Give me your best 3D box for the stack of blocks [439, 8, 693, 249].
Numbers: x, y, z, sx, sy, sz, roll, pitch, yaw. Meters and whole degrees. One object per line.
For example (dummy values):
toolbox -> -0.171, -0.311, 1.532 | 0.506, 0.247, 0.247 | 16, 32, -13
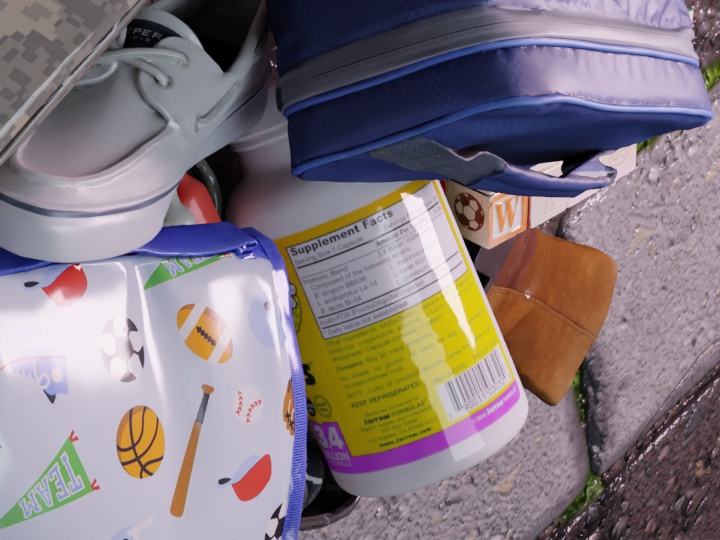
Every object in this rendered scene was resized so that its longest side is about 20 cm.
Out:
stack of blocks -> 0.093, -0.091, 0.928 | 0.200, 0.115, 0.059 | -28, 129, -37

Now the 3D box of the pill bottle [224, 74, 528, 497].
pill bottle -> 0.000, 0.000, 0.841 | 0.104, 0.104, 0.200 | -29, 102, -35

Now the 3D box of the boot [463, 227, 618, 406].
boot -> 0.068, 0.050, 1.039 | 0.200, 0.068, 0.189 | 28, 81, -58

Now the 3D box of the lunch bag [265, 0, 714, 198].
lunch bag -> 0.057, -0.095, 0.729 | 0.200, 0.136, 0.133 | -3, 83, -51

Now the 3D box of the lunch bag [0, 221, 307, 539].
lunch bag -> -0.113, 0.080, 0.672 | 0.170, 0.124, 0.200 | -7, 115, -46

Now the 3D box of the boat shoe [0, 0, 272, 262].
boat shoe -> -0.087, -0.069, 0.673 | 0.200, 0.073, 0.065 | -60, 166, -59

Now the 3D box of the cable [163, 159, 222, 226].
cable -> -0.095, -0.067, 0.764 | 0.097, 0.050, 0.200 | -39, 127, -51

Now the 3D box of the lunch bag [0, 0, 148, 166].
lunch bag -> -0.184, -0.106, 0.600 | 0.168, 0.139, 0.200 | 46, 72, -20

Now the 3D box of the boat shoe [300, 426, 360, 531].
boat shoe -> -0.048, 0.101, 0.867 | 0.200, 0.066, 0.070 | 41, 48, -67
